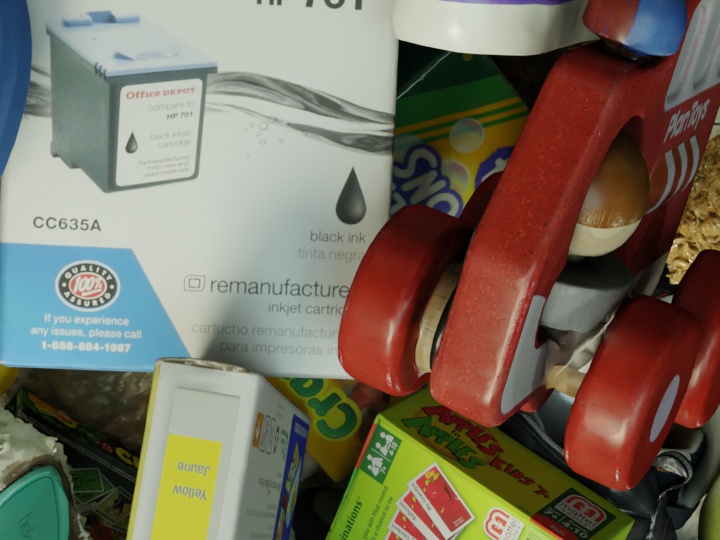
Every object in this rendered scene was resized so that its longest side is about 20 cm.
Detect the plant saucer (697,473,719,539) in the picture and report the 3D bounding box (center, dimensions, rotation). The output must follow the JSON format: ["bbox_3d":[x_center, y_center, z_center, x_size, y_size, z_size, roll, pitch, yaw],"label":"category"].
[{"bbox_3d":[0.217,0.064,0.861,0.200,0.200,0.031,-47,71,9],"label":"plant saucer"}]

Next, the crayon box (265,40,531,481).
[{"bbox_3d":[0.000,0.000,0.829,0.200,0.052,0.126,-39,116,6],"label":"crayon box"}]

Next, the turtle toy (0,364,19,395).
[{"bbox_3d":[-0.232,0.024,0.748,0.199,0.146,0.101,-26,77,-2],"label":"turtle toy"}]

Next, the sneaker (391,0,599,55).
[{"bbox_3d":[0.063,-0.162,0.709,0.080,0.200,0.147,9,105,17],"label":"sneaker"}]

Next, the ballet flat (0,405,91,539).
[{"bbox_3d":[-0.147,0.121,0.811,0.071,0.072,0.200,-8,138,-10],"label":"ballet flat"}]

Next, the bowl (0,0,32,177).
[{"bbox_3d":[-0.210,-0.059,0.677,0.200,0.201,0.039,-39,147,5],"label":"bowl"}]

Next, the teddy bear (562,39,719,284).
[{"bbox_3d":[0.170,-0.042,0.826,0.145,0.067,0.200,-49,116,-15],"label":"teddy bear"}]

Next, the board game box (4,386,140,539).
[{"bbox_3d":[-0.102,0.143,0.883,0.200,0.023,0.105,35,100,-24],"label":"board game box"}]

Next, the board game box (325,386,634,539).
[{"bbox_3d":[0.023,0.160,0.793,0.101,0.048,0.201,33,116,21],"label":"board game box"}]

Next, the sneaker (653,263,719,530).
[{"bbox_3d":[0.112,0.095,0.883,0.078,0.079,0.201,7,112,-18],"label":"sneaker"}]

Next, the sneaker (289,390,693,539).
[{"bbox_3d":[0.054,0.097,0.833,0.199,0.075,0.114,12,112,28],"label":"sneaker"}]

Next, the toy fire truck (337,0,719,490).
[{"bbox_3d":[0.083,-0.029,0.678,0.112,0.200,0.169,22,109,20],"label":"toy fire truck"}]

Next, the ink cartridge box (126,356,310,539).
[{"bbox_3d":[-0.059,0.141,0.707,0.047,0.198,0.201,11,82,3],"label":"ink cartridge box"}]

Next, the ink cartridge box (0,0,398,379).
[{"bbox_3d":[-0.061,-0.065,0.732,0.146,0.086,0.201,2,98,-5],"label":"ink cartridge box"}]
